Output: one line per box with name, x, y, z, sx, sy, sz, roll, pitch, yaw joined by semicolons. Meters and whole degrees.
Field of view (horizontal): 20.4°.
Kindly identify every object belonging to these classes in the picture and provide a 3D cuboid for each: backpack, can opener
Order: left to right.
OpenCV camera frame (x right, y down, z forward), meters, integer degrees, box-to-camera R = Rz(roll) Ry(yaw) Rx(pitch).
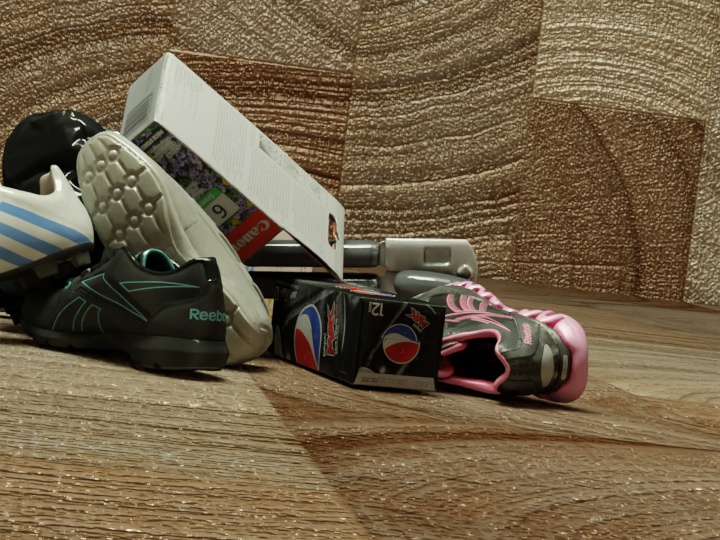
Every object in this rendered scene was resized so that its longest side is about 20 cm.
backpack;-0.188;-0.024;1.569;0.126;0.168;0.200;-2;-18;32
can opener;0.000;0.000;1.618;0.198;0.053;0.066;2;7;2

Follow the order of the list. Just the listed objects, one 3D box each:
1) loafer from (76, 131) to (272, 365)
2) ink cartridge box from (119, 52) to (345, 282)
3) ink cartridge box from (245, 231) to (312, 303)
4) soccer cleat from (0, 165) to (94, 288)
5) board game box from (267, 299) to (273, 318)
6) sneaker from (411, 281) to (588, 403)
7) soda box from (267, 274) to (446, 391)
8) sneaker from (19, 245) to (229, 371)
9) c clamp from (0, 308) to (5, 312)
loafer;-0.135;-0.016;1.461;0.070;0.201;0.070;-37;-9;15
ink cartridge box;-0.097;-0.068;1.555;0.200;0.050;0.109;41;26;-23
ink cartridge box;-0.157;-0.018;1.772;0.199;0.126;0.128;5;3;-35
soccer cleat;-0.281;-0.019;1.399;0.199;0.087;0.070;-18;-5;-38
board game box;0.042;0.050;1.694;0.199;0.047;0.151;9;4;40
sneaker;0.074;0.056;1.487;0.095;0.080;0.199;-9;11;-37
soda box;-0.007;0.044;1.492;0.070;0.064;0.200;6;2;-20
sneaker;-0.162;0.022;1.396;0.199;0.080;0.075;7;3;41
c clamp;-0.321;0.015;1.669;0.198;0.027;0.171;6;2;-8
